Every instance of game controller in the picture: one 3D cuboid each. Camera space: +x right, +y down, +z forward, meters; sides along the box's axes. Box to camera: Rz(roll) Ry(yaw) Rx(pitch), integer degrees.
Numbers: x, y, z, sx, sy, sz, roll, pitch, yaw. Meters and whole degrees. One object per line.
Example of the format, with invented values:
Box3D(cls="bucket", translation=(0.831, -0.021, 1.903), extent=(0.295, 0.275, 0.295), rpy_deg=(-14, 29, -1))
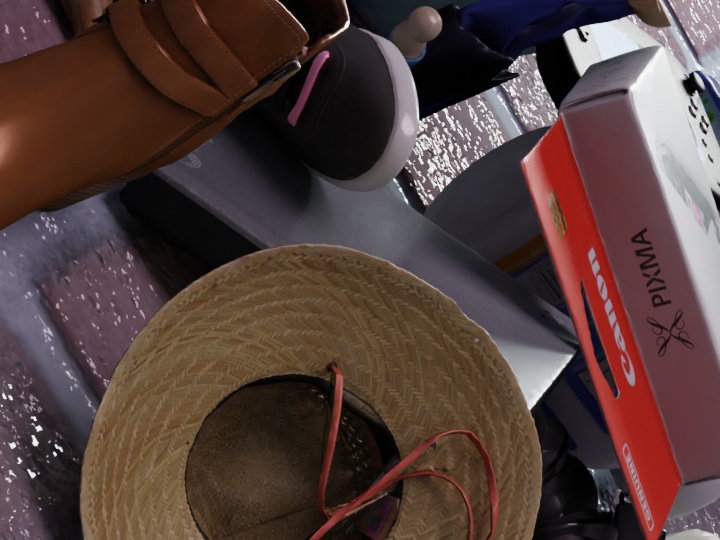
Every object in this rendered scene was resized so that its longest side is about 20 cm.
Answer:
Box3D(cls="game controller", translation=(0.143, -0.096, 1.559), extent=(0.200, 0.042, 0.104), rpy_deg=(27, 31, -55))

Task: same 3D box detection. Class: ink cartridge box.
Box3D(cls="ink cartridge box", translation=(0.141, 0.009, 1.401), extent=(0.174, 0.043, 0.200), rpy_deg=(-51, 124, -67))

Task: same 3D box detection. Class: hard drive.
Box3D(cls="hard drive", translation=(0.000, 0.000, 1.314), extent=(0.200, 0.033, 0.140), rpy_deg=(35, 22, 6))

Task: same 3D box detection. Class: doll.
Box3D(cls="doll", translation=(0.047, -0.105, 1.423), extent=(0.136, 0.200, 0.049), rpy_deg=(26, 42, -76))

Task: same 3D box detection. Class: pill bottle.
Box3D(cls="pill bottle", translation=(0.125, 0.032, 1.539), extent=(0.200, 0.112, 0.112), rpy_deg=(52, 25, -22))

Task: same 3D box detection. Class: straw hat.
Box3D(cls="straw hat", translation=(-0.034, 0.082, 1.181), extent=(0.201, 0.201, 0.085), rpy_deg=(52, -16, -22))

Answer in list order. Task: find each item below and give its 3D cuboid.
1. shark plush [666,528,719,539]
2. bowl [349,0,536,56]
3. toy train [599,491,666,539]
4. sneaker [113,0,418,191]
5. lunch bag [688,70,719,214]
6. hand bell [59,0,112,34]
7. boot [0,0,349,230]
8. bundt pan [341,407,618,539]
Box3D(cls="shark plush", translation=(0.168, 0.188, 1.519), extent=(0.200, 0.091, 0.083), rpy_deg=(-38, 129, -71))
Box3D(cls="bowl", translation=(0.047, -0.193, 1.638), extent=(0.201, 0.105, 0.201), rpy_deg=(45, 28, -32))
Box3D(cls="toy train", translation=(0.128, 0.200, 1.408), extent=(0.046, 0.034, 0.200), rpy_deg=(93, 1, -59))
Box3D(cls="sneaker", translation=(-0.052, -0.100, 1.320), extent=(0.099, 0.071, 0.200), rpy_deg=(17, 20, -36))
Box3D(cls="lunch bag", translation=(0.241, -0.001, 1.797), extent=(0.170, 0.127, 0.200), rpy_deg=(13, 43, -61))
Box3D(cls="hand bell", translation=(-0.137, -0.201, 1.328), extent=(0.104, 0.104, 0.200), rpy_deg=(13, 66, -60))
Box3D(cls="boot", translation=(-0.099, -0.068, 1.134), extent=(0.200, 0.155, 0.077), rpy_deg=(-1, 65, -64))
Box3D(cls="bundt pan", translation=(0.057, 0.122, 1.346), extent=(0.202, 0.076, 0.202), rpy_deg=(44, 29, -33))
